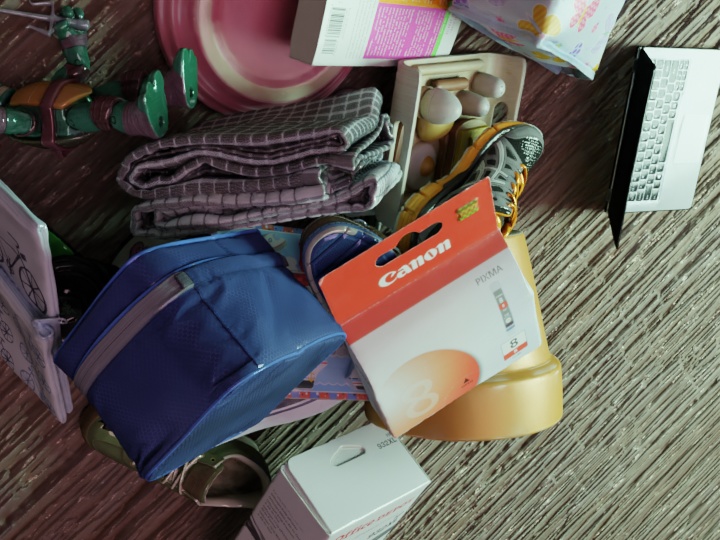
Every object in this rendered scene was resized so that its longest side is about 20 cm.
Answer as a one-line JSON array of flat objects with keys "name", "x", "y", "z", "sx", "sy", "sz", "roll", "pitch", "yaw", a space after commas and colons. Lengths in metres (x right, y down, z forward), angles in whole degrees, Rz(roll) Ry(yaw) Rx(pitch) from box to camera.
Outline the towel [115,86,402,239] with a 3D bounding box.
[{"name": "towel", "x": -0.073, "y": -0.088, "z": 0.823, "sx": 0.199, "sy": 0.166, "sz": 0.086, "roll": -7, "pitch": 102, "yaw": 13}]

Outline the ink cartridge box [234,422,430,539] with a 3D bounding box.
[{"name": "ink cartridge box", "x": -0.041, "y": 0.257, "z": 1.015, "sx": 0.145, "sy": 0.084, "sz": 0.200, "roll": -16, "pitch": 147, "yaw": -44}]

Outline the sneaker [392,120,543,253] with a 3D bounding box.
[{"name": "sneaker", "x": 0.115, "y": -0.064, "z": 0.935, "sx": 0.200, "sy": 0.077, "sz": 0.078, "roll": -44, "pitch": 150, "yaw": -29}]

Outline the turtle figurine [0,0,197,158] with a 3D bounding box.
[{"name": "turtle figurine", "x": -0.235, "y": -0.140, "z": 0.793, "sx": 0.199, "sy": 0.150, "sz": 0.101, "roll": 4, "pitch": 138, "yaw": 12}]

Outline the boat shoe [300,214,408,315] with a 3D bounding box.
[{"name": "boat shoe", "x": 0.000, "y": 0.000, "z": 0.853, "sx": 0.072, "sy": 0.073, "sz": 0.200, "roll": -36, "pitch": 145, "yaw": 7}]

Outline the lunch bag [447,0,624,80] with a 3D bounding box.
[{"name": "lunch bag", "x": 0.189, "y": -0.277, "z": 0.945, "sx": 0.200, "sy": 0.127, "sz": 0.170, "roll": 3, "pitch": 113, "yaw": -57}]

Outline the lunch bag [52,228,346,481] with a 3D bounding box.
[{"name": "lunch bag", "x": -0.115, "y": 0.047, "z": 0.755, "sx": 0.136, "sy": 0.132, "sz": 0.200, "roll": -44, "pitch": 169, "yaw": 21}]

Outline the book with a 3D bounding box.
[{"name": "book", "x": 0.027, "y": -0.241, "z": 0.873, "sx": 0.200, "sy": 0.048, "sz": 0.134, "roll": -13, "pitch": 124, "yaw": -53}]

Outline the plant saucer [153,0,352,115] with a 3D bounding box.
[{"name": "plant saucer", "x": -0.076, "y": -0.224, "z": 0.876, "sx": 0.199, "sy": 0.051, "sz": 0.202, "roll": -10, "pitch": 116, "yaw": -23}]

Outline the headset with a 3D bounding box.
[{"name": "headset", "x": -0.238, "y": 0.034, "z": 0.833, "sx": 0.200, "sy": 0.124, "sz": 0.094, "roll": 45, "pitch": 92, "yaw": 3}]

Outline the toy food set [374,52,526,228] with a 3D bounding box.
[{"name": "toy food set", "x": 0.091, "y": -0.126, "z": 0.963, "sx": 0.200, "sy": 0.060, "sz": 0.144, "roll": -19, "pitch": 123, "yaw": -50}]

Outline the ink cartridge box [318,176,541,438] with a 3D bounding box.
[{"name": "ink cartridge box", "x": 0.066, "y": 0.037, "z": 0.839, "sx": 0.162, "sy": 0.050, "sz": 0.200, "roll": -31, "pitch": 144, "yaw": -8}]

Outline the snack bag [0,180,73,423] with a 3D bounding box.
[{"name": "snack bag", "x": -0.275, "y": -0.006, "z": 0.754, "sx": 0.021, "sy": 0.188, "sz": 0.201, "roll": -30, "pitch": 146, "yaw": -34}]

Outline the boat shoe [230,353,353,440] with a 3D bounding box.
[{"name": "boat shoe", "x": -0.089, "y": 0.087, "z": 0.905, "sx": 0.199, "sy": 0.071, "sz": 0.091, "roll": -20, "pitch": 120, "yaw": -18}]

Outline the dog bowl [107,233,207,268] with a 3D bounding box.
[{"name": "dog bowl", "x": -0.141, "y": 0.045, "z": 0.946, "sx": 0.199, "sy": 0.074, "sz": 0.201, "roll": -11, "pitch": 116, "yaw": -23}]

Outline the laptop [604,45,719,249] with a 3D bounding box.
[{"name": "laptop", "x": 0.333, "y": -0.134, "z": 1.089, "sx": 0.199, "sy": 0.116, "sz": 0.188, "roll": -4, "pitch": 114, "yaw": -26}]

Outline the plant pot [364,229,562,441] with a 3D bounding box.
[{"name": "plant pot", "x": 0.101, "y": 0.053, "z": 1.017, "sx": 0.199, "sy": 0.200, "sz": 0.184, "roll": -5, "pitch": 99, "yaw": -26}]

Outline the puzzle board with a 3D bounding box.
[{"name": "puzzle board", "x": -0.040, "y": 0.038, "z": 0.903, "sx": 0.199, "sy": 0.017, "sz": 0.152, "roll": 6, "pitch": 76, "yaw": -29}]

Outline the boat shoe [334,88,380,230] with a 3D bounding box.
[{"name": "boat shoe", "x": -0.002, "y": -0.068, "z": 0.972, "sx": 0.073, "sy": 0.067, "sz": 0.201, "roll": -9, "pitch": 115, "yaw": -24}]

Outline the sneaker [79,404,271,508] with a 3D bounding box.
[{"name": "sneaker", "x": -0.167, "y": 0.181, "z": 0.981, "sx": 0.200, "sy": 0.090, "sz": 0.067, "roll": 24, "pitch": 100, "yaw": -33}]
